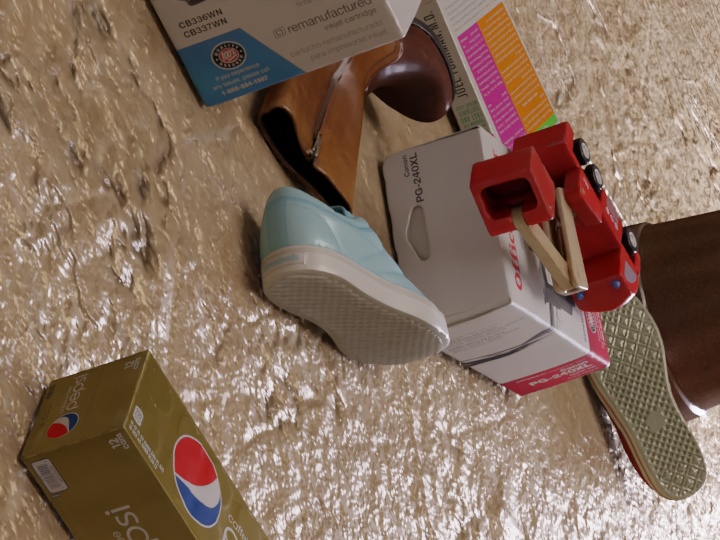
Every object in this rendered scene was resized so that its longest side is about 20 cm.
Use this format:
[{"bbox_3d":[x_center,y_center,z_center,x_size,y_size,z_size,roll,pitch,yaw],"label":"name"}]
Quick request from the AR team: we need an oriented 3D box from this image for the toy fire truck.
[{"bbox_3d":[0.146,-0.031,1.923,0.200,0.049,0.141,59,25,-32],"label":"toy fire truck"}]

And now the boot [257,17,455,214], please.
[{"bbox_3d":[0.003,-0.116,1.845,0.188,0.068,0.200,55,28,-39],"label":"boot"}]

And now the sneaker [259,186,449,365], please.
[{"bbox_3d":[0.000,0.000,1.735,0.200,0.074,0.082,39,41,-56],"label":"sneaker"}]

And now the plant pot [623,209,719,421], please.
[{"bbox_3d":[0.324,0.028,2.349,0.200,0.198,0.200,49,31,-44],"label":"plant pot"}]

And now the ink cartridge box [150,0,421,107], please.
[{"bbox_3d":[-0.064,-0.238,1.667,0.200,0.147,0.146,62,24,-22],"label":"ink cartridge box"}]

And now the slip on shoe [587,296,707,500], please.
[{"bbox_3d":[0.233,0.104,2.262,0.200,0.074,0.061,66,-14,0],"label":"slip on shoe"}]

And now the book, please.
[{"bbox_3d":[0.098,-0.168,2.159,0.200,0.048,0.134,67,24,-10],"label":"book"}]

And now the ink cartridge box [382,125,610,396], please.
[{"bbox_3d":[0.103,-0.005,1.980,0.200,0.083,0.145,31,45,-60],"label":"ink cartridge box"}]

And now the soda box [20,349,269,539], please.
[{"bbox_3d":[-0.096,0.143,1.391,0.200,0.064,0.068,61,23,-28],"label":"soda box"}]
